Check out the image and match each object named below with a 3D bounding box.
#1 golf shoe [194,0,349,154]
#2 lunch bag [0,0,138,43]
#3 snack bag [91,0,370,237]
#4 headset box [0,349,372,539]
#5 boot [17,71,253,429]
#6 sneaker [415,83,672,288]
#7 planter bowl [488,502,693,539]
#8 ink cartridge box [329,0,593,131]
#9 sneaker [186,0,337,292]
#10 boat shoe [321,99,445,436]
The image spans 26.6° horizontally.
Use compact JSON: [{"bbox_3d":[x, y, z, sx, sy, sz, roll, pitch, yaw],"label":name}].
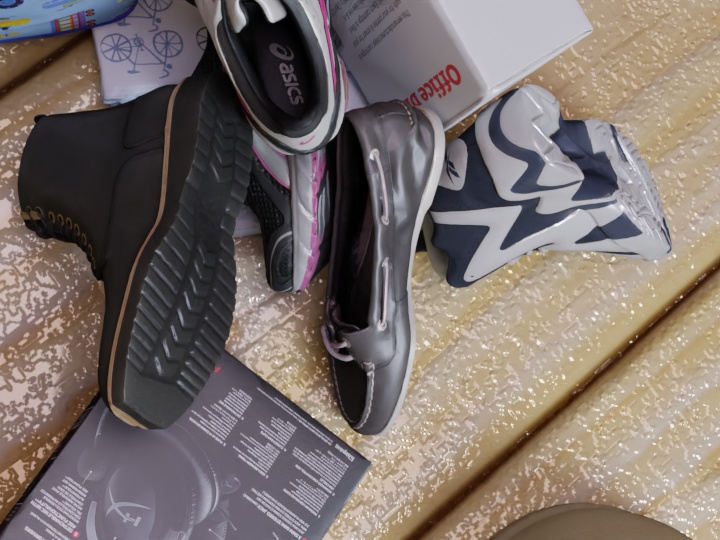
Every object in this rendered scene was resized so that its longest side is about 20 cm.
[{"bbox_3d":[-0.055,-0.158,0.791,0.072,0.092,0.202,-23,94,0],"label":"golf shoe"},{"bbox_3d":[-0.199,-0.168,0.820,0.198,0.151,0.095,2,80,-8],"label":"lunch bag"},{"bbox_3d":[-0.068,-0.116,0.932,0.187,0.021,0.202,-9,84,-18],"label":"snack bag"},{"bbox_3d":[-0.112,0.146,0.847,0.148,0.077,0.201,37,74,-7],"label":"headset box"},{"bbox_3d":[-0.139,-0.007,0.829,0.078,0.137,0.202,51,42,-47],"label":"boot"},{"bbox_3d":[0.101,-0.036,0.944,0.198,0.129,0.080,16,55,-53],"label":"sneaker"},{"bbox_3d":[0.157,0.236,0.883,0.198,0.135,0.203,3,80,-17],"label":"planter bowl"},{"bbox_3d":[0.027,-0.185,0.886,0.084,0.146,0.201,-31,92,-21],"label":"ink cartridge box"},{"bbox_3d":[-0.059,-0.089,0.891,0.085,0.080,0.202,-2,95,13],"label":"sneaker"},{"bbox_3d":[0.000,0.000,0.882,0.057,0.067,0.202,-1,108,-33],"label":"boat shoe"}]
